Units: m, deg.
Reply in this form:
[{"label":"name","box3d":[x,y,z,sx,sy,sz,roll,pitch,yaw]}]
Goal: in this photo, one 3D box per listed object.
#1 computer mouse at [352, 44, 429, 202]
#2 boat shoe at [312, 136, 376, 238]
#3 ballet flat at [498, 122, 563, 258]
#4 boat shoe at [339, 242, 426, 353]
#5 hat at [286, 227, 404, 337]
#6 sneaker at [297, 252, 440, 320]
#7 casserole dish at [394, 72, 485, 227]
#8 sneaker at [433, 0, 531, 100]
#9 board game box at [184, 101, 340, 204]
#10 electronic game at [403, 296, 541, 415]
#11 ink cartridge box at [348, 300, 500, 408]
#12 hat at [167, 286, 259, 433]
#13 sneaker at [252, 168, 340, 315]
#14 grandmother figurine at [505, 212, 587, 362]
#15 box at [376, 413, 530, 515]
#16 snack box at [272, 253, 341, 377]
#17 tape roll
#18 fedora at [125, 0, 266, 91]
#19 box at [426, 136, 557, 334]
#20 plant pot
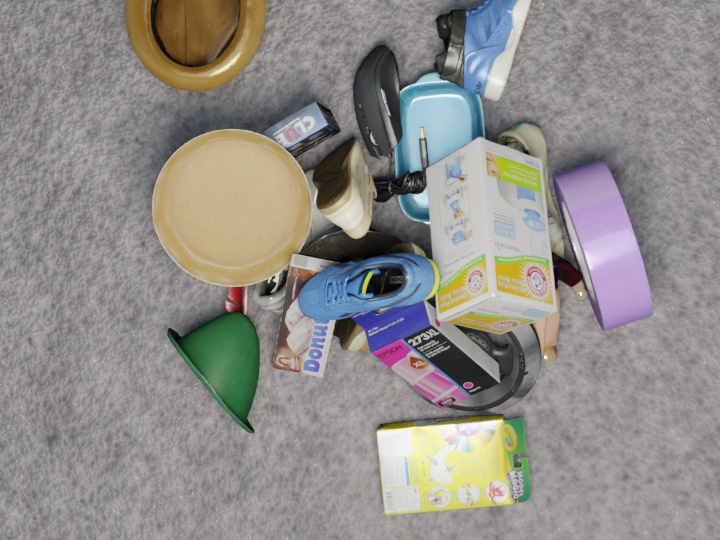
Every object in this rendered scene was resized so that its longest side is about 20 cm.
[{"label":"computer mouse","box3d":[0.034,-0.188,1.572,0.045,0.140,0.204,-5,95,-30]},{"label":"boat shoe","box3d":[-0.015,-0.103,1.553,0.072,0.201,0.065,-35,113,16]},{"label":"ballet flat","box3d":[0.215,-0.088,1.596,0.068,0.069,0.204,-11,90,6]},{"label":"boat shoe","box3d":[0.043,0.036,1.542,0.075,0.200,0.073,15,53,-19]},{"label":"hat","box3d":[0.000,0.000,1.606,0.197,0.082,0.203,-1,133,-2]},{"label":"sneaker","box3d":[-0.005,0.017,1.447,0.198,0.078,0.067,-11,82,34]},{"label":"casserole dish","box3d":[0.105,-0.155,1.617,0.119,0.039,0.204,-3,93,6]},{"label":"sneaker","box3d":[0.155,-0.328,1.572,0.109,0.077,0.203,18,88,2]},{"label":"board game box","box3d":[-0.125,-0.148,1.589,0.198,0.135,0.035,-29,90,7]},{"label":"electronic game","box3d":[0.135,0.104,1.599,0.196,0.042,0.203,8,123,12]},{"label":"ink cartridge box","box3d":[0.081,0.097,1.525,0.094,0.038,0.200,-26,131,28]},{"label":"hat","box3d":[-0.139,0.079,1.607,0.175,0.166,0.201,-40,106,-4]},{"label":"sneaker","box3d":[-0.085,-0.035,1.609,0.077,0.099,0.203,19,95,17]},{"label":"grandmother figurine","box3d":[0.229,0.018,1.572,0.119,0.061,0.203,2,119,8]},{"label":"box","box3d":[0.124,0.256,1.644,0.196,0.048,0.120,-5,94,8]},{"label":"snack box","box3d":[-0.067,0.061,1.593,0.071,0.025,0.202,10,136,-3]},{"label":"tape roll","box3d":[0.298,-0.031,1.528,0.065,0.200,0.203,-17,93,7]},{"label":"fedora","box3d":[-0.208,-0.331,1.610,0.197,0.082,0.205,0,89,5]},{"label":"box","box3d":[0.156,-0.038,1.487,0.111,0.101,0.204,14,64,-36]},{"label":"plant pot","box3d":[-0.157,-0.079,1.526,0.196,0.028,0.204,-2,111,-4]}]
